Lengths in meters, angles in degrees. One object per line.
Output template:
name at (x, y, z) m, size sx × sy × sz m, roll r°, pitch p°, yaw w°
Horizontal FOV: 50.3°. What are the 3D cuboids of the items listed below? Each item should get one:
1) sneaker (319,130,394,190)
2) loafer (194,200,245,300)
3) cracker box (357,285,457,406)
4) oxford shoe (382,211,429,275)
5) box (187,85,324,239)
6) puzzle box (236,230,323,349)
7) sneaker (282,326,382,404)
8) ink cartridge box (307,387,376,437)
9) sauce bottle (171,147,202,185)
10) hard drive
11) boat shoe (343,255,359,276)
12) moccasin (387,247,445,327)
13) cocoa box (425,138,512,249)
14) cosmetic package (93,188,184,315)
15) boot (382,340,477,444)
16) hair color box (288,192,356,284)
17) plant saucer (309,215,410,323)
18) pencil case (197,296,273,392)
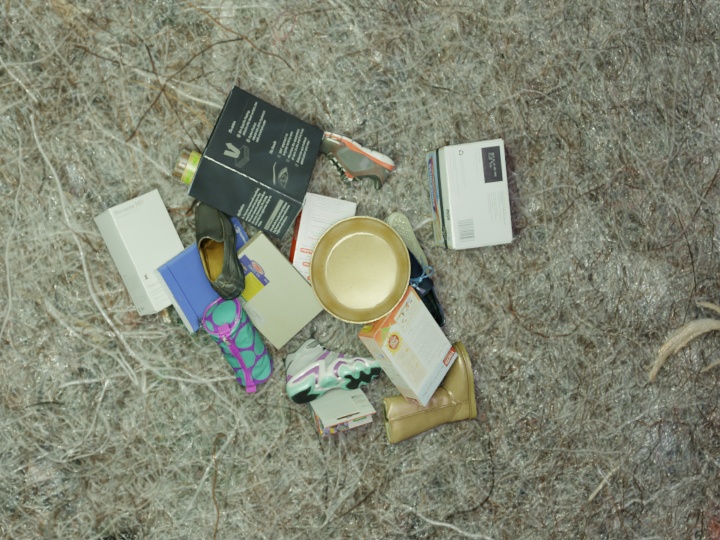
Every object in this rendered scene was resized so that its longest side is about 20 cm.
sneaker at (-0.029, -0.217, 1.522) m, size 0.196 × 0.077 × 0.084 m, roll 21°, pitch 95°, yaw -13°
loafer at (-0.262, -0.049, 1.381) m, size 0.072 × 0.072 × 0.203 m, roll -29°, pitch 65°, yaw 9°
cracker box at (0.096, 0.147, 1.505) m, size 0.135 × 0.057 × 0.202 m, roll -51°, pitch 120°, yaw -26°
oxford shoe at (0.090, -0.028, 1.573) m, size 0.075 × 0.057 × 0.204 m, roll -35°, pitch 116°, yaw -29°
box at (-0.189, -0.199, 1.416) m, size 0.196 × 0.118 × 0.200 m, roll 25°, pitch 49°, yaw -14°
puzzle box at (-0.172, 0.038, 1.454) m, size 0.132 × 0.025 × 0.201 m, roll -39°, pitch 116°, yaw 3°
sneaker at (-0.062, 0.169, 1.524) m, size 0.195 × 0.079 × 0.142 m, roll -13°, pitch 54°, yaw -10°
ink cartridge box at (-0.037, 0.275, 1.485) m, size 0.106 × 0.200 × 0.052 m, roll -14°, pitch 102°, yaw -11°
sauce bottle at (-0.261, -0.169, 1.474) m, size 0.196 × 0.065 × 0.066 m, roll 23°, pitch 89°, yaw -13°
hard drive at (-0.278, 0.004, 1.449) m, size 0.199 × 0.025 × 0.134 m, roll -41°, pitch 108°, yaw -38°
boat shoe at (0.043, 0.043, 1.535) m, size 0.200 × 0.065 × 0.074 m, roll 46°, pitch 64°, yaw -29°
moccasin at (0.121, 0.029, 1.531) m, size 0.081 × 0.068 × 0.202 m, roll -46°, pitch 122°, yaw -17°
cocoa box at (0.218, -0.152, 1.552) m, size 0.130 × 0.131 × 0.206 m, roll -8°, pitch 96°, yaw -12°
cosmetic package at (-0.395, -0.034, 1.425) m, size 0.112 × 0.080 × 0.204 m, roll -33°, pitch 104°, yaw -39°
boot at (0.140, 0.254, 1.597) m, size 0.194 × 0.066 × 0.180 m, roll -11°, pitch 96°, yaw -11°
hair color box at (-0.082, -0.044, 1.525) m, size 0.108 × 0.064 × 0.206 m, roll 11°, pitch 90°, yaw -16°
plant saucer at (0.000, 0.000, 1.468) m, size 0.194 × 0.035 × 0.207 m, roll -1°, pitch 82°, yaw 7°
pencil case at (-0.229, 0.137, 1.439) m, size 0.083 × 0.094 × 0.202 m, roll -10°, pitch 140°, yaw 9°
